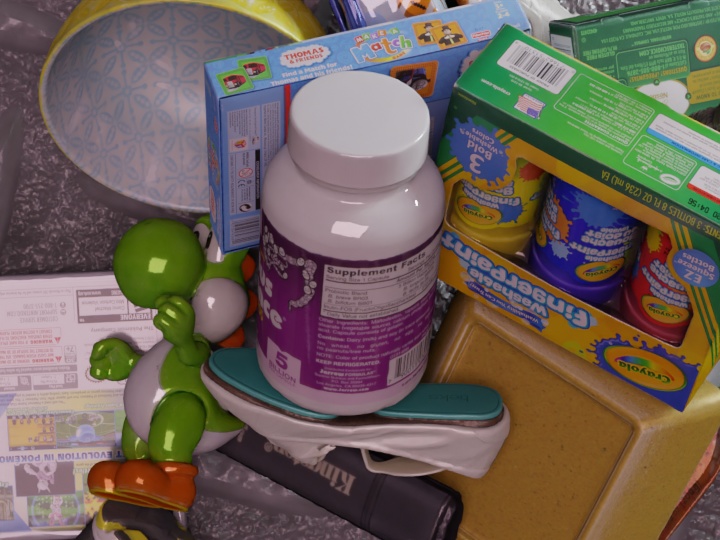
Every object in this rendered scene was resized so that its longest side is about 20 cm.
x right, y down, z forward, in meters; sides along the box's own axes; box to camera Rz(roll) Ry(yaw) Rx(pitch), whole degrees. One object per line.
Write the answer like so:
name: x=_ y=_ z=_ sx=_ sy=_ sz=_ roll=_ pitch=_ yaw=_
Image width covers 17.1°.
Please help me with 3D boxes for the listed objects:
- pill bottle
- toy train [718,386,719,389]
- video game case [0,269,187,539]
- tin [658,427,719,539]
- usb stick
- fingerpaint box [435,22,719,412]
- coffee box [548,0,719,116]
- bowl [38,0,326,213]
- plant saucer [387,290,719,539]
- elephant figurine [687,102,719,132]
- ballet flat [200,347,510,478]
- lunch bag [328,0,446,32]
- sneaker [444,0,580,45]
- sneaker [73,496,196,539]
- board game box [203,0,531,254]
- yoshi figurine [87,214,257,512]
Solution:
pill bottle: x=-0.007 y=-0.018 z=1.454 sx=0.112 sy=0.112 sz=0.200 roll=6 pitch=131 yaw=2
toy train: x=0.286 y=0.067 z=1.582 sx=0.116 sy=0.085 sz=0.200 roll=-26 pitch=80 yaw=8
video game case: x=-0.222 y=0.093 z=1.637 sx=0.200 sy=0.022 sz=0.183 roll=-3 pitch=94 yaw=2
tin: x=0.161 y=0.144 z=1.616 sx=0.112 sy=0.042 sz=0.200 roll=38 pitch=96 yaw=-4
usb stick: x=-0.019 y=0.131 z=1.584 sx=0.200 sy=0.033 sz=0.056 roll=26 pitch=110 yaw=28
fingerpaint box: x=0.142 y=-0.029 z=1.455 sx=0.200 sy=0.167 sz=0.073 roll=29 pitch=52 yaw=14
coffee box: x=0.191 y=-0.073 z=1.561 sx=0.123 sy=0.044 sz=0.200 roll=-14 pitch=104 yaw=-20
bowl: x=-0.102 y=-0.141 z=1.560 sx=0.200 sy=0.200 sz=0.108 roll=5 pitch=52 yaw=2
plant saucer: x=0.107 y=0.117 z=1.555 sx=0.200 sy=0.048 sz=0.200 roll=33 pitch=110 yaw=22
elephant figurine: x=0.259 y=-0.075 z=1.486 sx=0.141 sy=0.200 sz=0.155 roll=-9 pitch=65 yaw=38
ballet flat: x=-0.006 y=0.098 z=1.526 sx=0.200 sy=0.069 sz=0.070 roll=8 pitch=95 yaw=4
lunch bag: x=-0.004 y=-0.227 z=1.534 sx=0.075 sy=0.160 sz=0.200 roll=-21 pitch=94 yaw=4
sneaker: x=0.118 y=-0.156 z=1.584 sx=0.092 sy=0.076 sz=0.200 roll=-24 pitch=102 yaw=-5
sneaker: x=-0.118 y=0.235 z=1.627 sx=0.200 sy=0.074 sz=0.085 roll=46 pitch=124 yaw=-9
board game box: x=0.003 y=-0.090 z=1.502 sx=0.200 sy=0.151 sz=0.037 roll=-13 pitch=53 yaw=-12
yoshi figurine: x=-0.135 y=0.050 z=1.566 sx=0.112 sy=0.112 sz=0.200 roll=11 pitch=78 yaw=18
